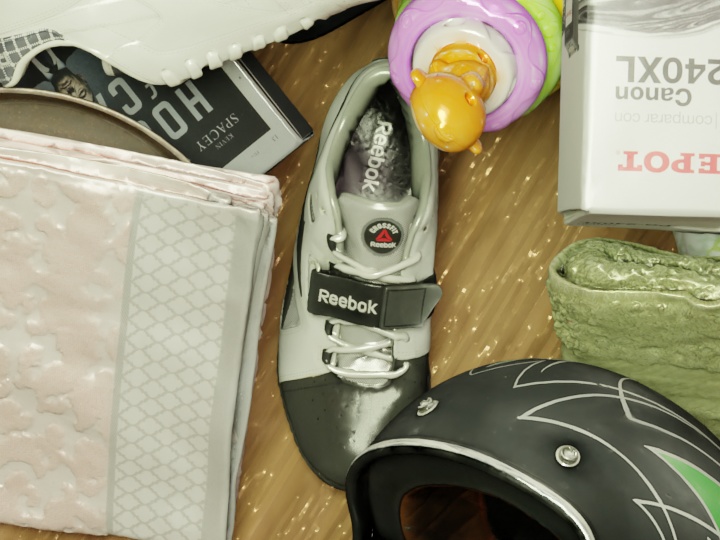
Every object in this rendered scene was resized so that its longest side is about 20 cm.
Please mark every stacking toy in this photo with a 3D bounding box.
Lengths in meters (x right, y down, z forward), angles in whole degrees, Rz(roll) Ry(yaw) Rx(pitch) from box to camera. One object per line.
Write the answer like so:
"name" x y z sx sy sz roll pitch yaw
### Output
"stacking toy" 0.053 -0.101 1.274 0.110 0.200 0.116 -31 107 27

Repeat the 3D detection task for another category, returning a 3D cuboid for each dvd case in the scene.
"dvd case" -0.137 -0.096 1.311 0.150 0.025 0.200 -37 93 26

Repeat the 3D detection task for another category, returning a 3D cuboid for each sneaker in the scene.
"sneaker" 0.000 0.000 1.327 0.074 0.089 0.201 2 83 0
"sneaker" -0.061 -0.119 1.241 0.199 0.076 0.081 -1 97 1

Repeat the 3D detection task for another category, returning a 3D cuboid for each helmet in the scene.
"helmet" 0.086 0.136 1.251 0.200 0.200 0.191 8 78 2

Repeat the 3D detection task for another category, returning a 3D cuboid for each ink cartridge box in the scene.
"ink cartridge box" 0.159 -0.116 1.217 0.145 0.083 0.201 1 90 -4

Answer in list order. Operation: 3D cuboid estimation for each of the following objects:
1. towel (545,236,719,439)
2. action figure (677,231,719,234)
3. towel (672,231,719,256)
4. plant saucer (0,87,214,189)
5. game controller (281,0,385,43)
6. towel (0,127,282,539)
"towel" 0.182 0.046 1.287 0.200 0.149 0.037 7 53 11
"action figure" 0.218 -0.033 1.296 0.200 0.069 0.130 15 76 0
"towel" 0.217 -0.092 1.358 0.171 0.048 0.200 -11 81 -2
"plant saucer" -0.144 0.001 1.308 0.200 0.032 0.201 3 121 6
"game controller" 0.018 -0.192 1.386 0.200 0.042 0.104 -30 96 -4
"towel" -0.139 0.033 1.292 0.191 0.032 0.200 9 121 2
